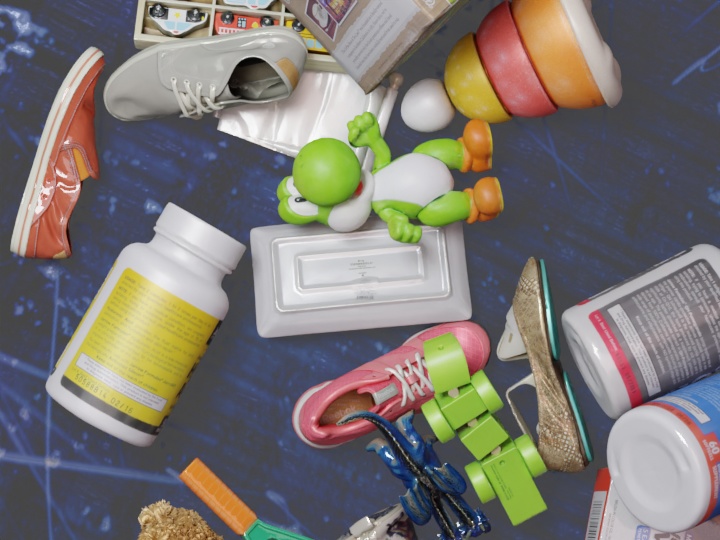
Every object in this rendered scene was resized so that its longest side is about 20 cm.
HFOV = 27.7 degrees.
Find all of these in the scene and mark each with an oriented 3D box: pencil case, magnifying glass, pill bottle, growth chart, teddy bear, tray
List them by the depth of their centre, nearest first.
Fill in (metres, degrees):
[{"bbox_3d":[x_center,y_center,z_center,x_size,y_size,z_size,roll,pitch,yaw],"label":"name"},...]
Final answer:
[{"bbox_3d":[0.322,0.148,1.284,0.199,0.112,0.113,-17,89,-35],"label":"pill bottle"},{"bbox_3d":[-0.186,0.045,1.302,0.111,0.111,0.201,30,89,-1],"label":"pill bottle"},{"bbox_3d":[0.043,0.310,1.315,0.077,0.089,0.201,-24,89,-2],"label":"pencil case"},{"bbox_3d":[-0.205,0.307,1.318,0.199,0.067,0.146,-33,92,-2],"label":"teddy bear"},{"bbox_3d":[0.292,0.044,1.319,0.199,0.111,0.111,-26,90,-2],"label":"pill bottle"},{"bbox_3d":[-0.088,0.250,1.338,0.200,0.022,0.080,45,71,-1],"label":"magnifying glass"},{"bbox_3d":[0.000,0.000,1.341,0.198,0.022,0.108,-5,75,-2],"label":"tray"},{"bbox_3d":[-0.060,-0.170,1.359,0.199,0.018,0.146,24,87,-1],"label":"growth chart"}]

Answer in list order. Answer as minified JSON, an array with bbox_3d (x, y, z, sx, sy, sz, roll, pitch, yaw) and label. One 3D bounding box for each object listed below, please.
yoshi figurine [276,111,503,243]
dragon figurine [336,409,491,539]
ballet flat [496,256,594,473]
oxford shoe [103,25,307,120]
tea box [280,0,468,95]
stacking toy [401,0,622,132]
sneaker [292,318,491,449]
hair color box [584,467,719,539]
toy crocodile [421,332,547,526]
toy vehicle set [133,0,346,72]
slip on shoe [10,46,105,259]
[{"bbox_3d":[0.023,-0.082,1.295,0.198,0.113,0.113,-8,115,-2],"label":"yoshi figurine"},{"bbox_3d":[0.055,0.183,1.293,0.059,0.200,0.100,-37,52,1],"label":"dragon figurine"},{"bbox_3d":[0.160,0.090,1.338,0.065,0.070,0.202,-14,85,12],"label":"ballet flat"},{"bbox_3d":[-0.142,-0.168,1.305,0.198,0.075,0.058,-11,51,16],"label":"oxford shoe"},{"bbox_3d":[0.051,-0.284,1.251,0.197,0.200,0.134,-44,93,-18],"label":"tea box"},{"bbox_3d":[0.126,-0.182,1.324,0.199,0.146,0.147,-24,89,13],"label":"stacking toy"},{"bbox_3d":[0.033,0.109,1.320,0.199,0.087,0.074,-27,90,-3],"label":"sneaker"},{"bbox_3d":[0.309,0.255,1.333,0.198,0.064,0.112,13,80,-3],"label":"hair color box"},{"bbox_3d":[0.109,0.145,1.301,0.067,0.062,0.201,-32,112,4],"label":"toy crocodile"},{"bbox_3d":[-0.101,-0.255,1.339,0.198,0.027,0.125,5,78,-5],"label":"toy vehicle set"},{"bbox_3d":[-0.263,-0.104,1.326,0.061,0.074,0.201,16,93,-10],"label":"slip on shoe"}]
